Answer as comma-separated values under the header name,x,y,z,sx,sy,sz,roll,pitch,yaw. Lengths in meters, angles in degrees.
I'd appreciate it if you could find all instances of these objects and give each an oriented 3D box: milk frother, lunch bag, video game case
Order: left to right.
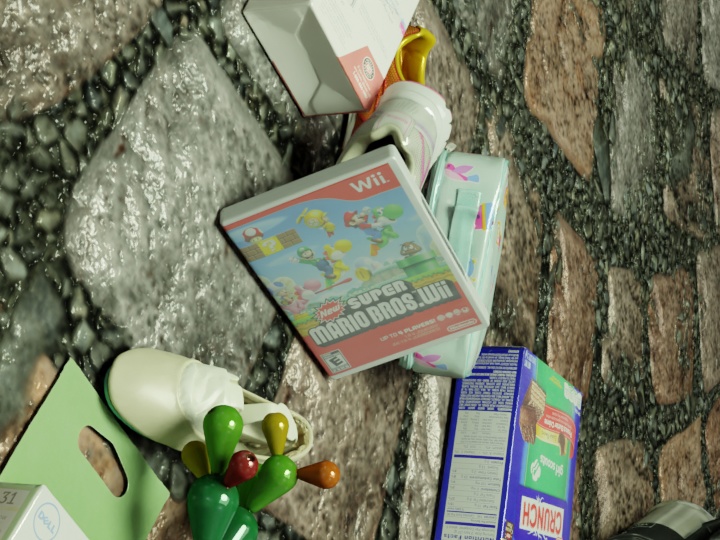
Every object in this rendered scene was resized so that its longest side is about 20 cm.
name,x,y,z,sx,sy,sz,roll,pitch,yaw
video game case,0.000,0.000,1.102,0.018,0.142,0.200,-94,159,-45
lunch bag,0.079,-0.010,1.239,0.160,0.076,0.202,-1,99,-82
milk frother,0.390,0.393,1.711,0.188,0.179,0.202,-9,93,-59

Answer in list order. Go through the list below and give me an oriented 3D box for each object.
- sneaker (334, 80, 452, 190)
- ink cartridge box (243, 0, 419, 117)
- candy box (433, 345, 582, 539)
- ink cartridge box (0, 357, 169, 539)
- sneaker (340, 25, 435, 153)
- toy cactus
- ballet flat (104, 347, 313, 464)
name,x,y,z,sx,sy,sz,roll,pitch,yaw
sneaker,0.006,-0.048,1.127,0.088,0.081,0.201,-36,143,-64
ink cartridge box,-0.011,-0.237,1.168,0.117,0.067,0.201,59,42,-41
candy box,0.150,0.194,1.412,0.169,0.077,0.201,36,59,-55
ink cartridge box,-0.175,0.175,0.876,0.146,0.048,0.201,63,40,-37
sneaker,0.029,-0.115,1.221,0.073,0.077,0.202,9,82,-61
toy cactus,-0.084,0.193,0.947,0.165,0.102,0.201,-59,160,-52
ballet flat,-0.096,0.098,0.997,0.200,0.069,0.070,37,57,-54
